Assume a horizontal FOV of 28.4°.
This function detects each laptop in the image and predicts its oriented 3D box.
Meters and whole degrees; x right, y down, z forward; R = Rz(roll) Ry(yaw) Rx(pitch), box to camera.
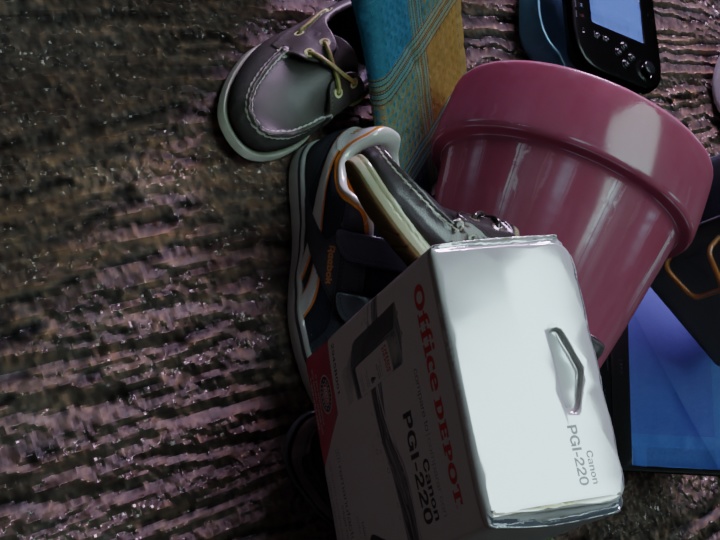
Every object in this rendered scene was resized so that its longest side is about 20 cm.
[{"bbox_3d":[0.220,0.056,1.113,0.199,0.103,0.179,34,50,-43],"label":"laptop"}]

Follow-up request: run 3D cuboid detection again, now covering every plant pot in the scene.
[{"bbox_3d":[0.125,-0.017,0.989,0.199,0.199,0.180,33,71,-32],"label":"plant pot"}]

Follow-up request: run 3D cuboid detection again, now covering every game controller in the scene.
[{"bbox_3d":[0.212,-0.249,1.232,0.104,0.042,0.202,19,59,-41],"label":"game controller"}]

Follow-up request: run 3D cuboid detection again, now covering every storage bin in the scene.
[{"bbox_3d":[0.304,-0.009,1.075,0.135,0.199,0.146,52,53,-9],"label":"storage bin"}]

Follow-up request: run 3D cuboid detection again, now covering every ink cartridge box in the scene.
[{"bbox_3d":[0.048,0.084,0.779,0.084,0.200,0.147,-3,71,-25],"label":"ink cartridge box"}]

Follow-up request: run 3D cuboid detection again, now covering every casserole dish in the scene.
[{"bbox_3d":[0.184,-0.237,1.257,0.121,0.039,0.202,31,52,-34],"label":"casserole dish"}]

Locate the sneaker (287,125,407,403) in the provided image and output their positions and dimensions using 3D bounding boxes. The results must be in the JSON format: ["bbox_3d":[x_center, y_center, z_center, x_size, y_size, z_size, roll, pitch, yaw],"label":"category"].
[{"bbox_3d":[0.000,0.000,0.928,0.078,0.079,0.202,8,69,-44],"label":"sneaker"}]

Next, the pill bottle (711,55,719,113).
[{"bbox_3d":[0.459,-0.176,1.465,0.199,0.112,0.113,14,63,-43],"label":"pill bottle"}]

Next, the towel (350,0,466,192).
[{"bbox_3d":[0.039,-0.149,1.002,0.147,0.021,0.201,-56,147,-43],"label":"towel"}]

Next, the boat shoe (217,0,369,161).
[{"bbox_3d":[-0.025,-0.142,0.976,0.072,0.060,0.201,55,42,-13],"label":"boat shoe"}]

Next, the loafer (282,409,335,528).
[{"bbox_3d":[0.038,0.153,0.900,0.200,0.063,0.072,42,67,-27],"label":"loafer"}]

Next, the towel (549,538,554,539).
[{"bbox_3d":[0.176,0.279,1.035,0.200,0.018,0.086,48,45,-21],"label":"towel"}]

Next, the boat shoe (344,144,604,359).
[{"bbox_3d":[0.070,-0.005,0.873,0.065,0.073,0.200,-41,102,-3],"label":"boat shoe"}]
